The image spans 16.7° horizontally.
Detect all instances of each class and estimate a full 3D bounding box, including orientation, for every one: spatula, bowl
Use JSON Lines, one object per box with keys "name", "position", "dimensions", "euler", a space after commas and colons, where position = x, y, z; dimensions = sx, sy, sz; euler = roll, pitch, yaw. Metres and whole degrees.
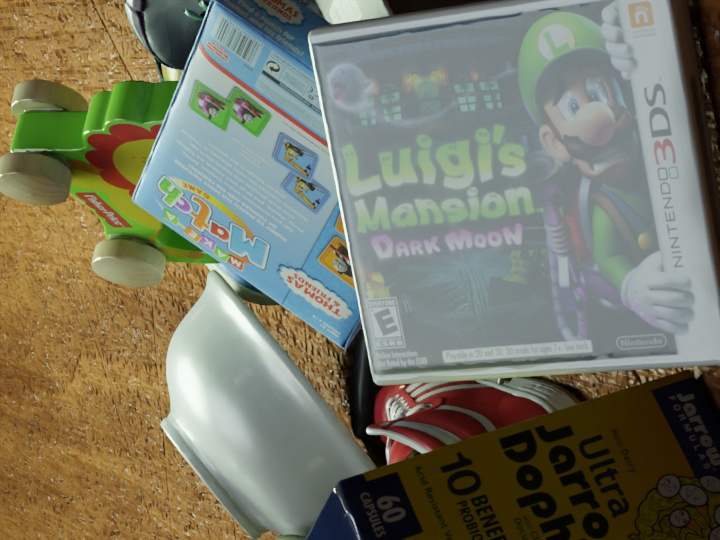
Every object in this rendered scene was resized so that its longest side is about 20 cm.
{"name": "spatula", "position": [0.000, 0.000, 1.470], "dimensions": [0.056, 0.020, 0.202], "euler": [178, 90, -73]}
{"name": "bowl", "position": [-0.063, 0.104, 1.544], "dimensions": [0.201, 0.090, 0.201], "euler": [51, 176, 5]}

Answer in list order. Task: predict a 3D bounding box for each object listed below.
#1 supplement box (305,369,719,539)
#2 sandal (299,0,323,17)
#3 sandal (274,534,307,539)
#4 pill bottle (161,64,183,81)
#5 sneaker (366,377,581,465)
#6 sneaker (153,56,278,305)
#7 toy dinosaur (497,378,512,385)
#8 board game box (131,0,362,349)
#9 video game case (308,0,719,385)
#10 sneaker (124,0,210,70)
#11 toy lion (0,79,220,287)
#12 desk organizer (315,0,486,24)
{"name": "supplement box", "position": [0.084, 0.142, 1.188], "dimensions": [0.109, 0.199, 0.110], "euler": [65, 156, 21]}
{"name": "sandal", "position": [0.001, -0.127, 1.398], "dimensions": [0.075, 0.048, 0.201], "euler": [-32, 83, 32]}
{"name": "sandal", "position": [0.028, 0.206, 1.456], "dimensions": [0.200, 0.080, 0.058], "euler": [12, 75, 35]}
{"name": "pill bottle", "position": [-0.077, -0.201, 1.463], "dimensions": [0.111, 0.110, 0.202], "euler": [23, 125, 62]}
{"name": "sneaker", "position": [0.033, 0.099, 1.374], "dimensions": [0.200, 0.112, 0.072], "euler": [1, 109, 61]}
{"name": "sneaker", "position": [-0.083, -0.082, 1.599], "dimensions": [0.111, 0.076, 0.201], "euler": [100, 154, -64]}
{"name": "toy dinosaur", "position": [0.069, -0.012, 1.244], "dimensions": [0.102, 0.077, 0.200], "euler": [45, 154, 20]}
{"name": "board game box", "position": [-0.035, -0.056, 1.321], "dimensions": [0.151, 0.037, 0.200], "euler": [35, 145, 3]}
{"name": "video game case", "position": [0.076, -0.039, 1.179], "dimensions": [0.199, 0.023, 0.183], "euler": [-5, 101, 32]}
{"name": "sneaker", "position": [-0.075, -0.166, 1.332], "dimensions": [0.088, 0.074, 0.201], "euler": [54, 149, 29]}
{"name": "toy lion", "position": [-0.108, -0.056, 1.484], "dimensions": [0.200, 0.190, 0.069], "euler": [47, -131, -56]}
{"name": "desk organizer", "position": [0.008, -0.189, 1.314], "dimensions": [0.201, 0.076, 0.072], "euler": [64, 156, 24]}
